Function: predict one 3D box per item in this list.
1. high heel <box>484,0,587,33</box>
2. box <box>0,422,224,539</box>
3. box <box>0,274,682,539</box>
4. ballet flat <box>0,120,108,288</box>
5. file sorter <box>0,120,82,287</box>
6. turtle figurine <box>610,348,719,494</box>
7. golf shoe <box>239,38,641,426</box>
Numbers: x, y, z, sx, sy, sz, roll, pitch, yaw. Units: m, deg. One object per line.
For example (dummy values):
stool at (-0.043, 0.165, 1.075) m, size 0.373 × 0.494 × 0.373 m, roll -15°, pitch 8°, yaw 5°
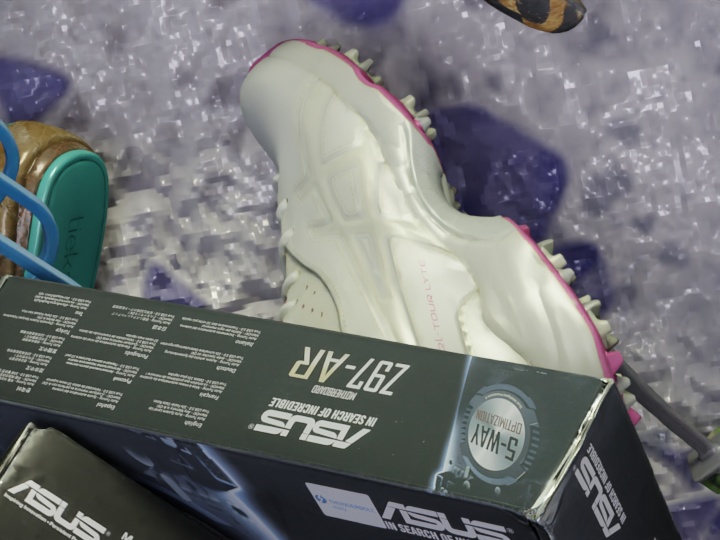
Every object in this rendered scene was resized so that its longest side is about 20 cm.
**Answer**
high heel at (-0.033, -0.102, 0.819) m, size 0.200 × 0.071 × 0.143 m, roll 44°, pitch 100°, yaw 19°
box at (-0.044, 0.143, 0.746) m, size 0.200 × 0.193 × 0.048 m, roll 33°, pitch 62°, yaw -3°
box at (-0.002, 0.081, 0.705) m, size 0.199 × 0.044 × 0.160 m, roll 10°, pitch 143°, yaw 33°
ballet flat at (-0.132, 0.046, 0.883) m, size 0.072 × 0.068 × 0.201 m, roll 12°, pitch 103°, yaw 31°
file sorter at (-0.181, -0.024, 0.789) m, size 0.123 × 0.200 × 0.139 m, roll -45°, pitch 131°, yaw 11°
turtle figurine at (0.141, 0.107, 0.791) m, size 0.144 × 0.200 × 0.195 m, roll 17°, pitch 111°, yaw 44°
golf shoe at (0.000, 0.000, 0.785) m, size 0.091 × 0.200 × 0.075 m, roll -35°, pitch 135°, yaw -6°
